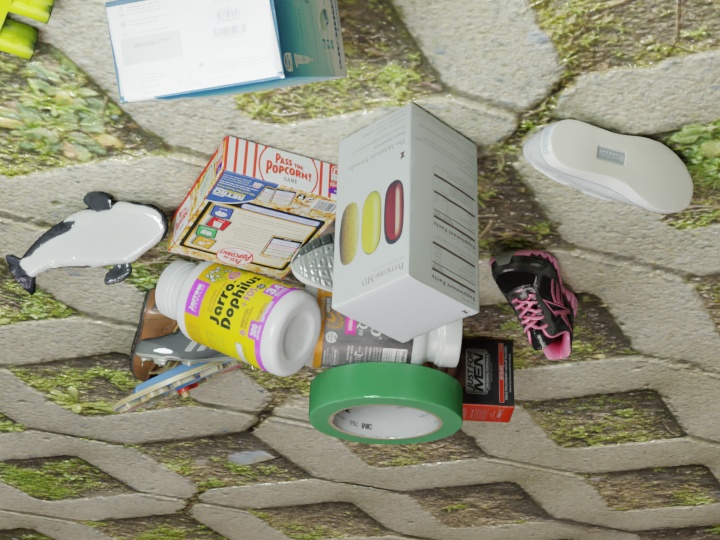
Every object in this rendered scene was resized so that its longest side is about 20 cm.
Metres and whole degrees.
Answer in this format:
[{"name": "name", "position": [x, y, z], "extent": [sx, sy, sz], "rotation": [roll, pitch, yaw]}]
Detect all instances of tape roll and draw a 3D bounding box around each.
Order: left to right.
[{"name": "tape roll", "position": [0.032, 0.173, 1.697], "extent": [0.198, 0.049, 0.201], "rotation": [1, 156, 0]}]

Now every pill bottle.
[{"name": "pill bottle", "position": [-0.152, 0.050, 1.597], "extent": [0.198, 0.105, 0.104], "rotation": [18, 161, 30]}, {"name": "pill bottle", "position": [0.025, 0.069, 1.664], "extent": [0.197, 0.118, 0.117], "rotation": [3, 151, -3]}]

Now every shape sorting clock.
[{"name": "shape sorting clock", "position": [-0.248, 0.156, 1.823], "extent": [0.198, 0.040, 0.200], "rotation": [-26, 175, -2]}]

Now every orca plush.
[{"name": "orca plush", "position": [-0.310, -0.029, 1.553], "extent": [0.199, 0.106, 0.071], "rotation": [-33, -178, 12]}]

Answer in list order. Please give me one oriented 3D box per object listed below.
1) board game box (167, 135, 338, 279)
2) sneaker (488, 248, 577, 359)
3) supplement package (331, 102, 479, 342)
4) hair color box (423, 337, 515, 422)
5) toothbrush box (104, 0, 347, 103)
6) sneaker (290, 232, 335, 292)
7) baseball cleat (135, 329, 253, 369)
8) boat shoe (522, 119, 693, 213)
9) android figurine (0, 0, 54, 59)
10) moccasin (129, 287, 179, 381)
[{"name": "board game box", "position": [-0.118, -0.066, 1.500], "extent": [0.150, 0.047, 0.200], "rotation": [14, 149, -21]}, {"name": "sneaker", "position": [0.219, 0.046, 1.634], "extent": [0.078, 0.096, 0.200], "rotation": [-13, 147, 28]}, {"name": "supplement package", "position": [0.048, -0.047, 1.364], "extent": [0.113, 0.202, 0.109], "rotation": [-25, 142, 39]}, {"name": "hair color box", "position": [0.110, 0.148, 1.815], "extent": [0.197, 0.103, 0.061], "rotation": [2, 153, -1]}, {"name": "toothbrush box", "position": [-0.107, -0.195, 1.130], "extent": [0.145, 0.086, 0.200], "rotation": [-6, -174, 16]}, {"name": "sneaker", "position": [0.000, 0.000, 1.553], "extent": [0.198, 0.076, 0.087], "rotation": [1, 165, -36]}, {"name": "baseball cleat", "position": [-0.189, 0.072, 1.696], "extent": [0.197, 0.108, 0.070], "rotation": [1, -177, -18]}, {"name": "boat shoe", "position": [0.260, -0.105, 1.394], "extent": [0.198, 0.073, 0.068], "rotation": [10, 172, -27]}, {"name": "android figurine", "position": [-0.384, -0.250, 1.197], "extent": [0.198, 0.042, 0.182], "rotation": [15, 149, -25]}, {"name": "moccasin", "position": [-0.266, 0.093, 1.780], "extent": [0.077, 0.074, 0.202], "rotation": [16, 139, -8]}]
